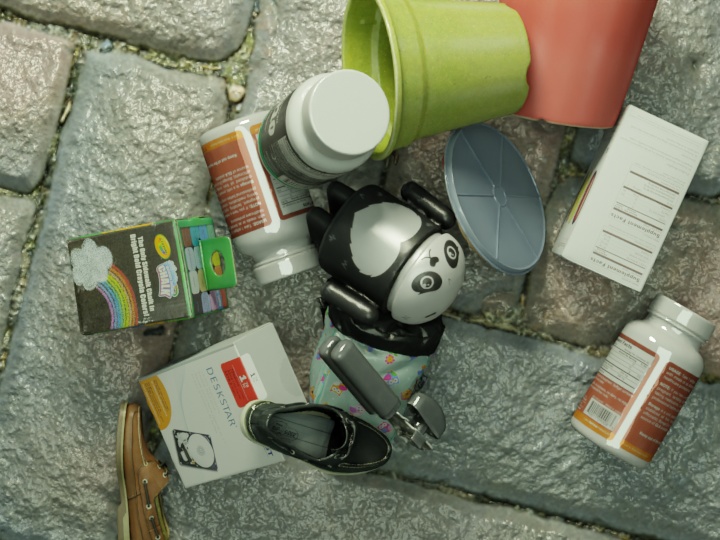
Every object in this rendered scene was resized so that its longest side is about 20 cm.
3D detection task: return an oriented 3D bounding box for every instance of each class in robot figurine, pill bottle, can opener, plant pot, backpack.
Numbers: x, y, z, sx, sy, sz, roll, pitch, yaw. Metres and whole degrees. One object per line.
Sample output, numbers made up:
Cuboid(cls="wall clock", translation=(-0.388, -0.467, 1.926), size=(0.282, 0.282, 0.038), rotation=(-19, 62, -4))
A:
Cuboid(cls="robot figurine", translation=(0.030, -0.023, 1.592), size=(0.199, 0.125, 0.151), rotation=(35, 112, 16))
Cuboid(cls="pill bottle", translation=(0.357, 0.136, 1.676), size=(0.112, 0.112, 0.201), rotation=(30, 93, 1))
Cuboid(cls="pill bottle", translation=(-0.042, -0.162, 1.541), size=(0.112, 0.200, 0.114), rotation=(2, 84, -19))
Cuboid(cls="pill bottle", translation=(-0.120, -0.090, 1.681), size=(0.111, 0.112, 0.202), rotation=(-18, 92, 3))
Cuboid(cls="can opener", translation=(0.031, 0.140, 1.586), size=(0.067, 0.053, 0.200), rotation=(-49, 121, -19))
Cuboid(cls="plant pot", translation=(0.254, -0.273, 1.632), size=(0.198, 0.201, 0.179), rotation=(8, 103, 2))
Cuboid(cls="backpack", translation=(0.003, 0.126, 1.666), size=(0.165, 0.127, 0.201), rotation=(18, 118, -4))
Cuboid(cls="plant pot", translation=(0.093, -0.241, 1.572), size=(0.182, 0.200, 0.202), rotation=(-9, 92, -17))

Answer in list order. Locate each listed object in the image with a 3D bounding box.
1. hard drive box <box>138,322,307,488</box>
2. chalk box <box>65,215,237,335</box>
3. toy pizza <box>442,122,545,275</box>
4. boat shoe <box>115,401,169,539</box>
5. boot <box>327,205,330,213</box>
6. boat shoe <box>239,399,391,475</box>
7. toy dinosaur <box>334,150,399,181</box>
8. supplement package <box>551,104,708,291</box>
Cuboid(cls="hard drive box", translation=(-0.165, 0.170, 1.669), size=(0.199, 0.077, 0.157), rotation=(-23, 92, 42))
Cuboid(cls="chalk box", translation=(-0.244, 0.002, 1.675), size=(0.198, 0.124, 0.126), rotation=(-8, 92, 15))
Cuboid(cls="toy pizza", translation=(0.161, -0.087, 1.652), size=(0.032, 0.200, 0.202), rotation=(-22, 92, 37))
Cuboid(cls="boat shoe", translation=(-0.280, 0.267, 1.740), size=(0.067, 0.072, 0.202), rotation=(-1, 102, -1))
Cuboid(cls="boot", translation=(0.000, 0.000, 1.707), size=(0.073, 0.075, 0.202), rotation=(-17, 94, -1))
Cuboid(cls="boat shoe", translation=(-0.040, 0.194, 1.572), size=(0.198, 0.066, 0.075), rotation=(23, 74, -23))
Cuboid(cls="toy dinosaur", translation=(0.002, -0.206, 1.696), size=(0.134, 0.086, 0.202), rotation=(15, 88, 9))
Cuboid(cls="supplement package", translation=(0.332, -0.089, 1.666), size=(0.109, 0.114, 0.201), rotation=(24, 93, 0))
